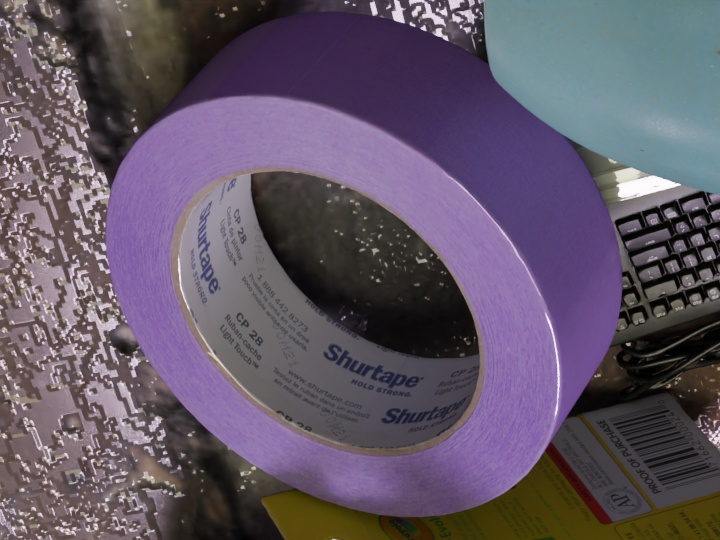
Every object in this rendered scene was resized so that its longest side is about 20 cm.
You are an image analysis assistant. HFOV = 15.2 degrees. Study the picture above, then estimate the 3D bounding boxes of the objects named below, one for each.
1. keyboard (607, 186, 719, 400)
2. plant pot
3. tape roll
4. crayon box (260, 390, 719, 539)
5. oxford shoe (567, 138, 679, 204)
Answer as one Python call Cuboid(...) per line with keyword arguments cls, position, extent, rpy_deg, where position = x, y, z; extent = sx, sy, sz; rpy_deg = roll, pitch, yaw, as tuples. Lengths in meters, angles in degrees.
Cuboid(cls="keyboard", position=(0.152, 0.002, 1.133), extent=(0.199, 0.040, 0.104), rpy_deg=(-19, 122, 15))
Cuboid(cls="plant pot", position=(0.132, -0.120, 0.960), extent=(0.160, 0.201, 0.201), rpy_deg=(7, 127, 13))
Cuboid(cls="tape roll", position=(0.000, 0.000, 1.071), extent=(0.199, 0.066, 0.201), rpy_deg=(18, 133, 21))
Cuboid(cls="crayon box", position=(0.071, 0.125, 1.125), extent=(0.199, 0.127, 0.051), rpy_deg=(-11, 129, -22))
Cuboid(cls="oxford shoe", position=(0.129, -0.066, 1.072), extent=(0.199, 0.075, 0.058), rpy_deg=(-14, 96, 10))
